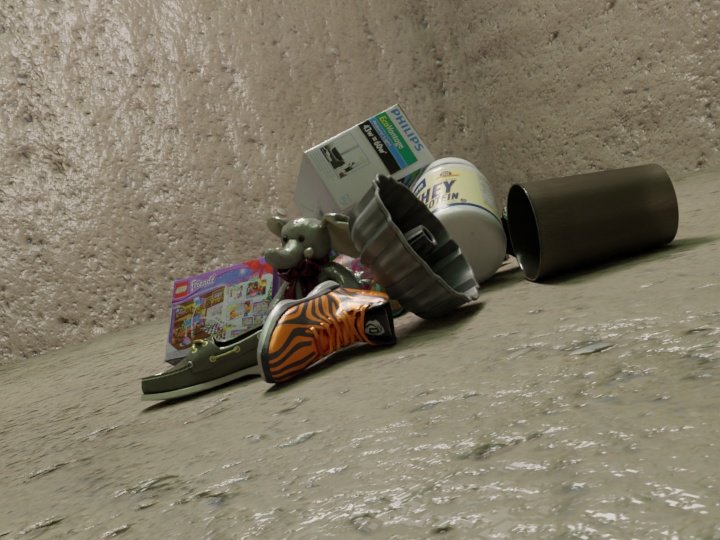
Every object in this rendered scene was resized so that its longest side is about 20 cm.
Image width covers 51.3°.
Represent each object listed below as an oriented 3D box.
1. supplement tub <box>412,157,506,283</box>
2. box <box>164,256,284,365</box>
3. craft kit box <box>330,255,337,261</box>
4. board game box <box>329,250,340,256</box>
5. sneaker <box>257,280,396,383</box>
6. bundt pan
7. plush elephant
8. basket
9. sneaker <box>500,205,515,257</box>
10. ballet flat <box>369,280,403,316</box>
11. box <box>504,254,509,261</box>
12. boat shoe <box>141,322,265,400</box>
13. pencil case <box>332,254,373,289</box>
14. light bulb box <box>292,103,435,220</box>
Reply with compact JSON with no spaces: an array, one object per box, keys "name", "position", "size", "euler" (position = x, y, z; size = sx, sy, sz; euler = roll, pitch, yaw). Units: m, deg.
[{"name":"supplement tub","position":[0.152,-0.082,1.211],"size":[0.143,0.146,0.201],"euler":[-15,33,10]},{"name":"box","position":[-0.207,0.064,1.153],"size":[0.198,0.138,0.039],"euler":[-13,-30,25]},{"name":"craft kit box","position":[-0.169,0.026,1.331],"size":[0.196,0.049,0.199],"euler":[-20,5,-40]},{"name":"board game box","position":[0.019,-0.063,1.432],"size":[0.134,0.034,0.199],"euler":[-35,-4,43]},{"name":"sneaker","position":[-0.026,0.063,0.832],"size":[0.111,0.078,0.200],"euler":[2,25,27]},{"name":"bundt pan","position":[0.059,-0.022,0.953],"size":[0.076,0.203,0.202],"euler":[-39,-5,20]},{"name":"plush elephant","position":[-0.071,-0.001,1.021],"size":[0.163,0.156,0.200],"euler":[-11,24,38]},{"name":"basket","position":[0.320,-0.073,1.039],"size":[0.197,0.138,0.180],"euler":[-12,-2,1]},{"name":"sneaker","position":[0.296,-0.050,1.230],"size":[0.198,0.105,0.060],"euler":[21,61,25]},{"name":"ballet flat","position":[0.048,0.023,1.163],"size":[0.067,0.073,0.200],"euler":[-14,3,16]},{"name":"box","position":[0.170,-0.001,1.359],"size":[0.120,0.033,0.199],"euler":[-14,4,41]},{"name":"boat shoe","position":[-0.168,0.105,0.899],"size":[0.199,0.061,0.072],"euler":[-16,3,-10]},{"name":"pencil case","position":[0.000,0.000,1.240],"size":[0.199,0.088,0.087],"euler":[-34,4,-3]},{"name":"light bulb box","position":[0.000,-0.162,1.337],"size":[0.199,0.126,0.198],"euler":[-30,-10,-18]}]
